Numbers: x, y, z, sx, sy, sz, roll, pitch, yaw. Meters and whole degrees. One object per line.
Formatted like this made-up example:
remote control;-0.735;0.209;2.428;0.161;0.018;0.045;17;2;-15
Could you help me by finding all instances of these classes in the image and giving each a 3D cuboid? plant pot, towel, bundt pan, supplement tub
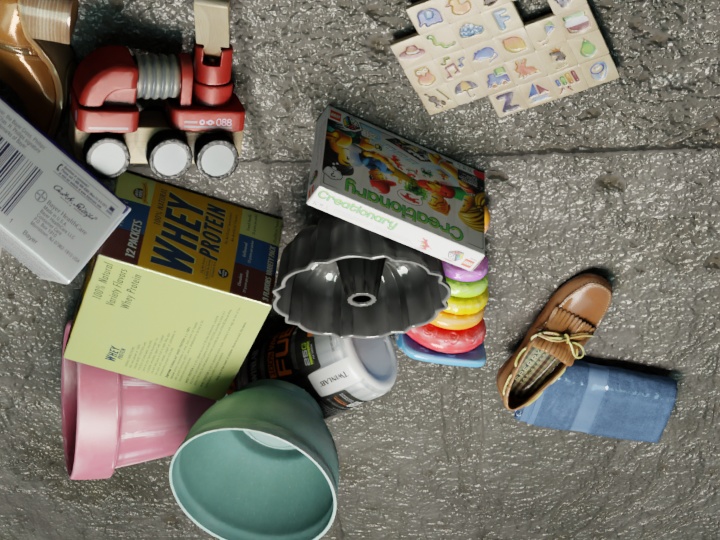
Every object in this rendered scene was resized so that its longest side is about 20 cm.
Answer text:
plant pot;-0.112;0.215;1.599;0.199;0.135;0.201;7;129;9
towel;0.303;0.164;1.746;0.198;0.049;0.112;10;133;-4
bundt pan;0.000;0.000;1.497;0.200;0.076;0.202;-2;152;-1
plant pot;-0.281;0.162;1.704;0.178;0.201;0.201;1;140;-18
supplement tub;-0.064;0.128;1.685;0.199;0.123;0.122;-26;130;28

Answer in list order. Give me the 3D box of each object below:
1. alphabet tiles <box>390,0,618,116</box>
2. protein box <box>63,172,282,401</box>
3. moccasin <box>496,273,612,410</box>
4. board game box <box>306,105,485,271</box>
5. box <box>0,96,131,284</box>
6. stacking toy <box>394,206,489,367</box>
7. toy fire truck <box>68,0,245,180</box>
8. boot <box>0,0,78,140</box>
alphabet tiles;0.140;-0.225;1.360;0.199;0.008;0.167;-16;134;21
protein box;-0.219;0.022;1.573;0.199;0.136;0.199;17;136;-13
moccasin;0.234;0.088;1.630;0.073;0.078;0.202;35;113;-15
board game box;0.042;-0.088;1.440;0.199;0.127;0.035;21;136;-18
box;-0.355;-0.083;1.401;0.184;0.105;0.200;42;167;-17
stacking toy;0.112;0.006;1.568;0.109;0.116;0.201;9;126;-9
toy fire truck;-0.198;-0.195;1.356;0.175;0.129;0.201;-1;118;-19
boot;-0.371;-0.221;1.377;0.153;0.074;0.201;10;129;-4
